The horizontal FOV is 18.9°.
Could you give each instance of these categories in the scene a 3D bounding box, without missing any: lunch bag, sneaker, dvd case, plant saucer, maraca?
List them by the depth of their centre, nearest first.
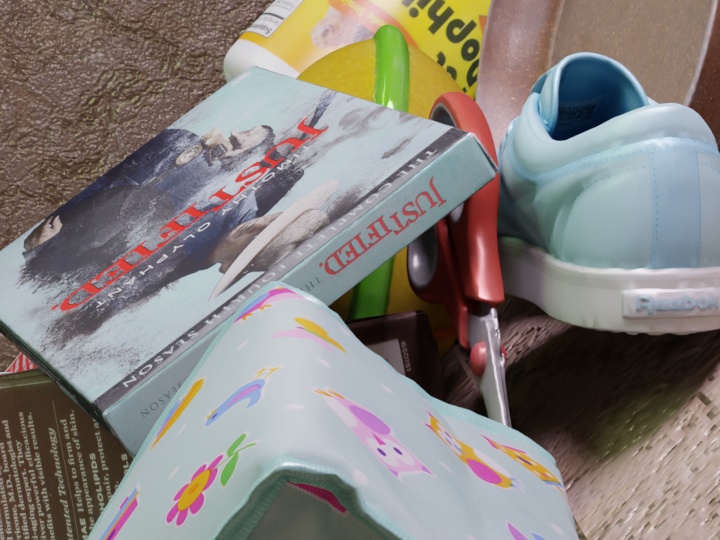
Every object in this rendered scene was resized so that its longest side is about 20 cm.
[{"bbox_3d":[-0.038,0.120,0.514,0.200,0.122,0.170,-53,10,10],"label":"lunch bag"},{"bbox_3d":[0.075,-0.031,0.719,0.200,0.074,0.082,-157,69,-71],"label":"sneaker"},{"bbox_3d":[-0.054,-0.012,0.740,0.146,0.022,0.200,-37,24,-11],"label":"dvd case"},{"bbox_3d":[0.101,-0.094,0.843,0.200,0.034,0.201,-169,90,-69],"label":"plant saucer"},{"bbox_3d":[0.000,0.000,0.856,0.137,0.107,0.200,102,175,-69],"label":"maraca"}]

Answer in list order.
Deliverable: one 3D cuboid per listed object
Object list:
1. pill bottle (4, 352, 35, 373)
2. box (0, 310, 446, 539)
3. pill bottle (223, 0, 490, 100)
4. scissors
[{"bbox_3d":[-0.135,0.081,1.119,0.200,0.112,0.112,-48,7,22],"label":"pill bottle"},{"bbox_3d":[-0.073,0.064,0.777,0.100,0.075,0.200,-11,3,-43],"label":"box"},{"bbox_3d":[0.007,-0.111,1.101,0.200,0.109,0.109,-48,9,-9],"label":"pill bottle"},{"bbox_3d":[0.038,0.014,0.670,0.200,0.014,0.073,-104,26,-58],"label":"scissors"}]
